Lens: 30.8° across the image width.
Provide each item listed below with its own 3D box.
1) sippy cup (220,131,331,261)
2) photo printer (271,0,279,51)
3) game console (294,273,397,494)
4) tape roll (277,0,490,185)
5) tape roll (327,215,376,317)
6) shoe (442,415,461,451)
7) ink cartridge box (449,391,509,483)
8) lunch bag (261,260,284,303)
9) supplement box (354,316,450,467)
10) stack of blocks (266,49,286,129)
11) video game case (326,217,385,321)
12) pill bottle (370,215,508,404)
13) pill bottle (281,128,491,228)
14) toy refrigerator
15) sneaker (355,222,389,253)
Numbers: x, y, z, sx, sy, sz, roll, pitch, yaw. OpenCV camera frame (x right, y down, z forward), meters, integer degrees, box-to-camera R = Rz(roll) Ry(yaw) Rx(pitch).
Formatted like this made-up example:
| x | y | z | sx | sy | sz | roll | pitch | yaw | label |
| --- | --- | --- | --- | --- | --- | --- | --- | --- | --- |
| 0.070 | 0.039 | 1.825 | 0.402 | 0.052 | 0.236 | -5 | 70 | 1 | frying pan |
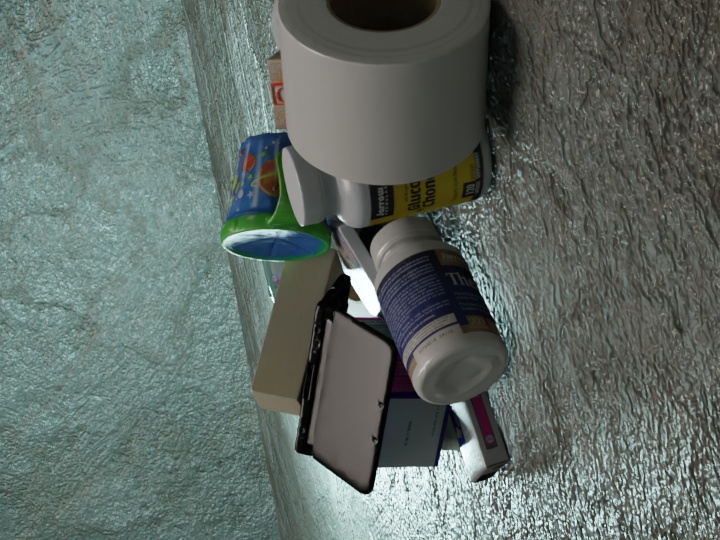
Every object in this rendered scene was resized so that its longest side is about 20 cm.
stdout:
| x | y | z | sx | sy | sz | roll | pitch | yaw | label |
| --- | --- | --- | --- | --- | --- | --- | --- | --- | --- |
| -0.101 | -0.092 | 1.587 | 0.176 | 0.139 | 0.132 | -14 | 68 | 40 | sippy cup |
| -0.077 | -0.315 | 1.891 | 0.166 | 0.069 | 0.203 | 168 | 88 | -79 | photo printer |
| -0.006 | 0.132 | 1.567 | 0.176 | 0.115 | 0.202 | -55 | -23 | -66 | game console |
| 0.023 | -0.198 | 1.244 | 0.140 | 0.200 | 0.204 | 87 | 164 | -44 | tape roll |
| -0.016 | -0.009 | 1.790 | 0.203 | 0.037 | 0.204 | 44 | 156 | 25 | tape roll |
| 0.091 | 0.159 | 1.681 | 0.201 | 0.053 | 0.071 | -119 | 19 | -52 | shoe |
| 0.123 | 0.147 | 1.564 | 0.095 | 0.037 | 0.202 | 107 | 145 | -70 | ink cartridge box |
| -0.076 | -0.064 | 1.930 | 0.122 | 0.168 | 0.203 | -142 | 38 | -80 | lunch bag |
| 0.031 | 0.148 | 1.642 | 0.200 | 0.102 | 0.102 | -119 | 34 | -60 | supplement box |
| -0.050 | -0.236 | 1.641 | 0.200 | 0.058 | 0.117 | -54 | -40 | -60 | stack of blocks |
| 0.000 | 0.000 | 1.626 | 0.144 | 0.018 | 0.200 | 59 | 173 | -9 | video game case |
| 0.080 | 0.039 | 1.458 | 0.112 | 0.110 | 0.201 | 91 | 161 | -51 | pill bottle |
| 0.026 | -0.107 | 1.331 | 0.112 | 0.198 | 0.113 | 166 | 90 | -79 | pill bottle |
| -0.081 | 0.073 | 1.649 | 0.076 | 0.069 | 0.202 | 71 | -149 | -67 | toy refrigerator |
| 0.009 | -0.096 | 1.664 | 0.085 | 0.073 | 0.203 | 143 | 126 | -76 | sneaker |
